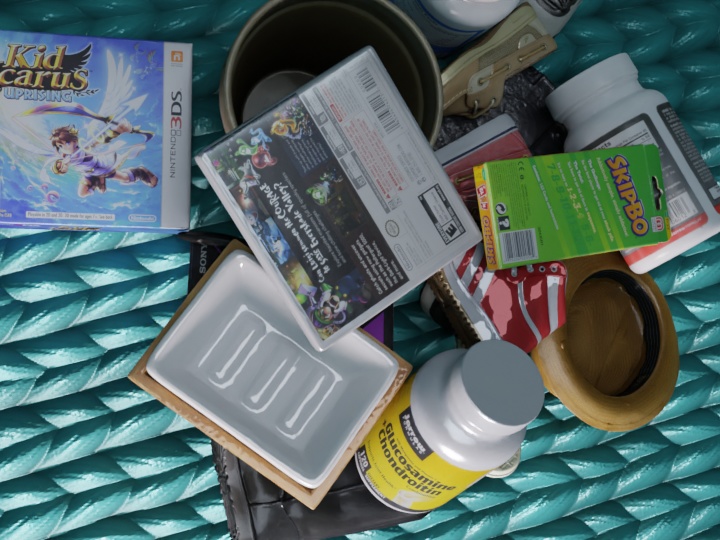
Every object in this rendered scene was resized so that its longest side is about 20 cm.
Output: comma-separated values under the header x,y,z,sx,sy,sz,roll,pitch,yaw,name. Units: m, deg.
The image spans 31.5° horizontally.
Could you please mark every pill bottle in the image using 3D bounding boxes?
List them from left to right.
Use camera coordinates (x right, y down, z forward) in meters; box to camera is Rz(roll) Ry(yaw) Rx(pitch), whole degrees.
x,y,z,sx,sy,sz,roll,pitch,yaw,name
0.081,0.138,1.152,0.112,0.200,0.112,12,58,-20,pill bottle
0.094,-0.279,1.234,0.112,0.200,0.112,1,85,-16,pill bottle
0.274,-0.108,1.272,0.116,0.116,0.200,-27,84,-16,pill bottle

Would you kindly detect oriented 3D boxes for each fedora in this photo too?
x,y,z,sx,sy,sz,roll,pitch,yaw,name
0.233,0.071,1.293,0.201,0.082,0.201,12,68,-30,fedora

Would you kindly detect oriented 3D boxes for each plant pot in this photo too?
x,y,z,sx,sy,sz,roll,pitch,yaw,name
-0.043,-0.151,1.197,0.200,0.174,0.200,1,87,-15,plant pot

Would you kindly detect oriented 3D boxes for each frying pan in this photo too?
x,y,z,sx,sy,sz,roll,pitch,yaw,name
-0.071,-0.012,1.177,0.190,0.115,0.031,-3,107,-9,frying pan

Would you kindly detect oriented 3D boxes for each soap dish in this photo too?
x,y,z,sx,sy,sz,roll,pitch,yaw,name
-0.080,0.093,1.137,0.200,0.081,0.157,36,72,1,soap dish

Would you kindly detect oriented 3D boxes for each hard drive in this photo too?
x,y,z,sx,sy,sz,roll,pitch,yaw,name
0.127,-0.125,1.316,0.140,0.038,0.200,44,75,-8,hard drive

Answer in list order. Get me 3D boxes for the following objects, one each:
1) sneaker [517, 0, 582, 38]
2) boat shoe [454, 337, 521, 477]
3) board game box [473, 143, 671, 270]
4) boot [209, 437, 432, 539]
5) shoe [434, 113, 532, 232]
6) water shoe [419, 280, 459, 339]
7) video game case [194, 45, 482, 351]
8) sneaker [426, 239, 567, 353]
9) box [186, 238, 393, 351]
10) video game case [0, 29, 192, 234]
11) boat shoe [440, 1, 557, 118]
x,y,z,sx,sy,sz,roll,pitch,yaw,name
0.216,-0.316,1.335,0.074,0.079,0.200,36,78,-12,sneaker
0.127,0.112,1.286,0.075,0.062,0.200,4,69,-11,boat shoe
0.197,-0.060,1.169,0.200,0.030,0.096,-8,90,-25,board game box
-0.037,0.176,1.230,0.200,0.066,0.165,-9,82,-18,boot
0.087,-0.067,1.239,0.200,0.071,0.091,-31,85,-15,shoe
0.153,0.006,1.277,0.200,0.072,0.079,-32,63,-21,water shoe
-0.015,-0.062,1.100,0.182,0.023,0.200,-35,103,-14,video game case
0.117,-0.015,1.189,0.112,0.071,0.200,-29,94,-13,sneaker
-0.068,0.043,1.219,0.200,0.036,0.143,4,68,-8,box
-0.260,-0.129,1.204,0.200,0.045,0.181,1,84,-15,video game case
0.115,-0.185,1.261,0.200,0.071,0.065,-41,95,-16,boat shoe
